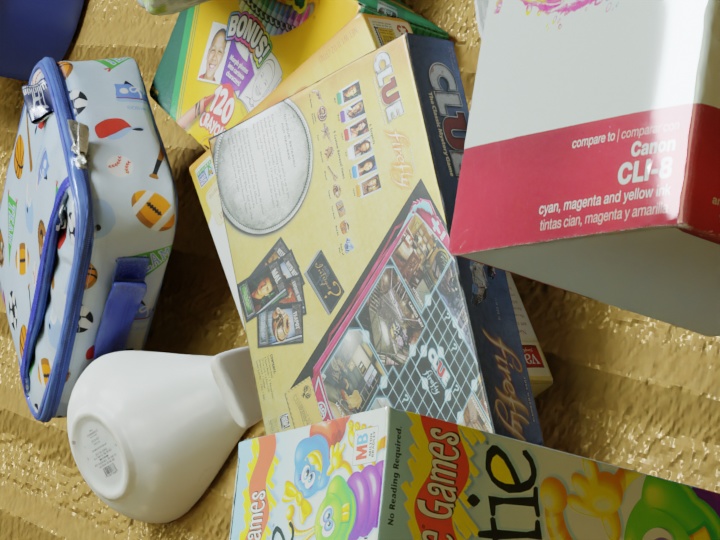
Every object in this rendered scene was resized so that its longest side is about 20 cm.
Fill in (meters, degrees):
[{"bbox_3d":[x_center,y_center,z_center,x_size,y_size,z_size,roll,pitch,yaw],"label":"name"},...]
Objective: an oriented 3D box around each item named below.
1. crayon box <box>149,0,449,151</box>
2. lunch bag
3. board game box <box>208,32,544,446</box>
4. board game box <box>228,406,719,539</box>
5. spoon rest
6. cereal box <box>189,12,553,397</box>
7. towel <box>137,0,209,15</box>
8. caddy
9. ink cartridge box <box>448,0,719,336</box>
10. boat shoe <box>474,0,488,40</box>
[{"bbox_3d":[-0.038,-0.110,1.330,0.200,0.058,0.119,43,114,57],"label":"crayon box"},{"bbox_3d":[-0.159,-0.017,1.421,0.201,0.075,0.161,107,155,-44],"label":"lunch bag"},{"bbox_3d":[0.004,0.011,1.119,0.135,0.034,0.201,-24,71,39],"label":"board game box"},{"bbox_3d":[0.058,0.127,0.925,0.103,0.199,0.106,-18,61,54],"label":"board game box"},{"bbox_3d":[-0.097,0.080,1.335,0.200,0.060,0.100,-26,88,54],"label":"spoon rest"},{"bbox_3d":[0.000,0.000,1.176,0.144,0.039,0.201,-39,61,36],"label":"cereal box"},{"bbox_3d":[-0.064,-0.205,1.332,0.200,0.170,0.048,47,160,58],"label":"towel"},{"bbox_3d":[-0.253,-0.220,1.686,0.141,0.105,0.201,14,88,58],"label":"caddy"},{"bbox_3d":[0.143,-0.090,0.942,0.144,0.145,0.201,-8,70,57],"label":"ink cartridge box"},{"bbox_3d":[0.093,-0.085,1.106,0.069,0.072,0.201,104,150,-42],"label":"boat shoe"}]
